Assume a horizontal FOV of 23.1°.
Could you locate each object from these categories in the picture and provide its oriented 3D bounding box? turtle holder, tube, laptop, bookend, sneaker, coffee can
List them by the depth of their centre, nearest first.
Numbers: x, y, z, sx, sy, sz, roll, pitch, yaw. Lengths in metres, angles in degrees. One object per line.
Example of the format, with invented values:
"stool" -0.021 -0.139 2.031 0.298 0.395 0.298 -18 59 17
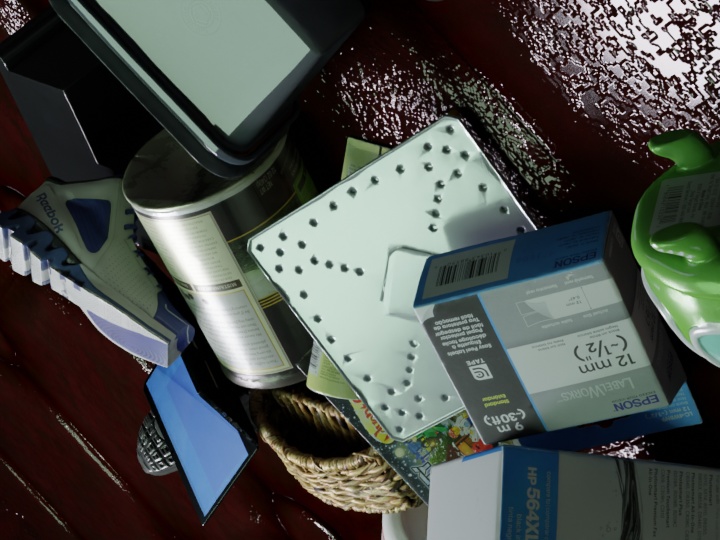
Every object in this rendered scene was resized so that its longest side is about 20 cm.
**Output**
"turtle holder" 0.250 -0.015 0.981 0.141 0.185 0.132 -111 -4 -57
"tube" 0.000 0.000 1.384 0.058 0.200 0.052 10 -172 5
"coffee can" -0.093 -0.021 1.484 0.146 0.146 0.200 18 144 47
"sneaker" -0.212 -0.019 1.511 0.199 0.115 0.081 36 156 5
"bookend" -0.204 -0.122 1.579 0.199 0.092 0.200 21 144 41
"laptop" -0.175 0.109 1.635 0.177 0.103 0.200 60 -175 34
"sneaker" -0.133 0.144 1.763 0.091 0.200 0.076 41 -164 -54

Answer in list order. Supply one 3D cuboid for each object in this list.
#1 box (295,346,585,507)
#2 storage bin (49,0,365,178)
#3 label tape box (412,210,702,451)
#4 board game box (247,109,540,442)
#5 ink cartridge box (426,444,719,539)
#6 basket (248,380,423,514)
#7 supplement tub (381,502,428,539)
"box" 0.065 0.101 1.434 0.200 0.137 0.038 46 -169 0
"storage bin" -0.095 -0.194 1.264 0.200 0.146 0.134 48 129 -5
"label tape box" 0.144 0.067 1.255 0.143 0.066 0.200 -15 120 23
"board game box" 0.049 0.007 1.310 0.200 0.026 0.200 -31 105 26
"ink cartridge box" 0.168 0.189 1.328 0.200 0.084 0.146 9 164 -17
"basket" -0.015 0.114 1.571 0.200 0.143 0.149 15 142 49
"supplement tub" 0.088 0.268 1.642 0.140 0.140 0.200 37 154 20
